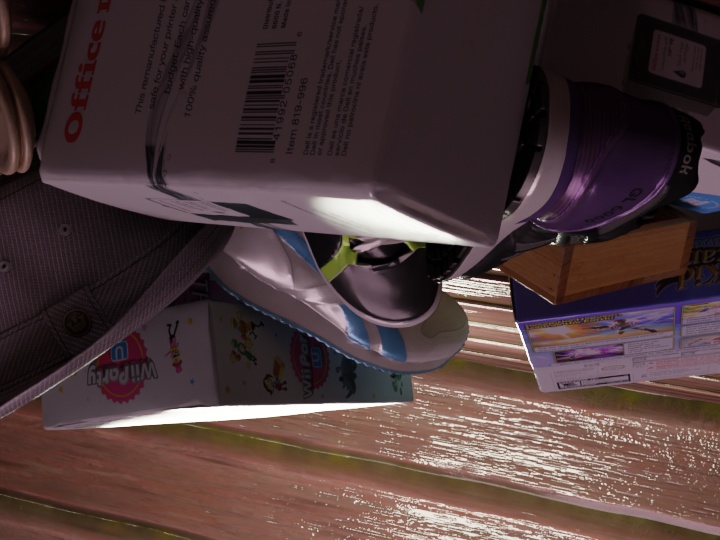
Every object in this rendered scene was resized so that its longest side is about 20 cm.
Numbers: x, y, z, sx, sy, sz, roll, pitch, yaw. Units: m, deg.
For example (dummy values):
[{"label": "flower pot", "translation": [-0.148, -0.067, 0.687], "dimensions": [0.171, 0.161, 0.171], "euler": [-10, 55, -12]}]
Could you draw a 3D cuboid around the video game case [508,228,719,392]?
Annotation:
[{"label": "video game case", "translation": [0.200, 0.025, 0.826], "dimensions": [0.199, 0.046, 0.181], "euler": [-7, 161, 10]}]

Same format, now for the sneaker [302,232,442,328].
[{"label": "sneaker", "translation": [-0.010, -0.050, 0.685], "dimensions": [0.071, 0.201, 0.083], "euler": [-18, -159, 7]}]

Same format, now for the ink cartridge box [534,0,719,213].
[{"label": "ink cartridge box", "translation": [0.119, -0.088, 0.653], "dimensions": [0.199, 0.067, 0.116], "euler": [14, 172, -15]}]

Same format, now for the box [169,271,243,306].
[{"label": "box", "translation": [-0.154, 0.002, 0.950], "dimensions": [0.199, 0.097, 0.176], "euler": [-5, 172, -3]}]

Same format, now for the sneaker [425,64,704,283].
[{"label": "sneaker", "translation": [0.087, -0.031, 0.605], "dimensions": [0.087, 0.076, 0.200], "euler": [8, 172, -11]}]

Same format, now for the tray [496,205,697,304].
[{"label": "tray", "translation": [0.082, -0.044, 0.759], "dimensions": [0.098, 0.037, 0.200], "euler": [-11, -150, -34]}]

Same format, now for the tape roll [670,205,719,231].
[{"label": "tape roll", "translation": [0.212, 0.001, 0.886], "dimensions": [0.201, 0.037, 0.203], "euler": [-3, 160, -1]}]

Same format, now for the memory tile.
[{"label": "memory tile", "translation": [-0.200, -0.117, 0.647], "dimensions": [0.017, 0.154, 0.200], "euler": [-15, -173, -27]}]

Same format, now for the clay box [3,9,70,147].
[{"label": "clay box", "translation": [-0.188, -0.106, 0.803], "dimensions": [0.048, 0.115, 0.200], "euler": [52, 162, -10]}]

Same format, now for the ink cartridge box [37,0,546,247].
[{"label": "ink cartridge box", "translation": [-0.031, -0.093, 0.550], "dimensions": [0.199, 0.148, 0.083], "euler": [7, 171, 41]}]

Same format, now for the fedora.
[{"label": "fedora", "translation": [-0.163, -0.009, 0.683], "dimensions": [0.199, 0.091, 0.177], "euler": [-30, -162, 11]}]

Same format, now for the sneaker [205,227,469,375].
[{"label": "sneaker", "translation": [0.000, 0.000, 0.800], "dimensions": [0.199, 0.081, 0.077], "euler": [25, -157, -36]}]

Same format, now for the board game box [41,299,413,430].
[{"label": "board game box", "translation": [-0.082, 0.063, 0.854], "dimensions": [0.147, 0.065, 0.200], "euler": [-11, 171, 34]}]
